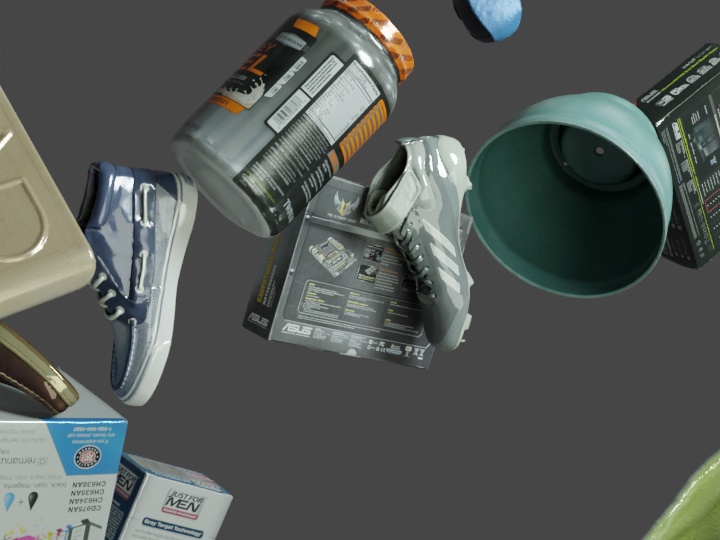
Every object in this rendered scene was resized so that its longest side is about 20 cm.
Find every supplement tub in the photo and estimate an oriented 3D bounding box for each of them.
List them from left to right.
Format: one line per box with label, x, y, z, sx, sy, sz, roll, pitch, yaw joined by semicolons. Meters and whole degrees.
supplement tub;-0.054;-0.136;1.246;0.200;0.122;0.123;-48;127;-15

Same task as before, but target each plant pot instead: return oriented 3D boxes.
plant pot;0.219;-0.092;1.438;0.134;0.200;0.201;-53;134;-45

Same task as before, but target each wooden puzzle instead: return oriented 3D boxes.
wooden puzzle;-0.319;-0.045;1.081;0.185;0.046;0.200;-22;76;-30

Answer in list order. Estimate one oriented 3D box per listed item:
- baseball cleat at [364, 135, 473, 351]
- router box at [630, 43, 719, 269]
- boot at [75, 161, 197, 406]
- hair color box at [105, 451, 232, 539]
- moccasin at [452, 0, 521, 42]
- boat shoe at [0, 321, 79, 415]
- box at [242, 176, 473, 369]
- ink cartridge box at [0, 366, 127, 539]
baseball cleat;0.050;-0.023;1.343;0.106;0.070;0.201;-5;96;-29
router box;0.375;-0.125;1.607;0.150;0.062;0.200;-37;123;-21
boot;-0.203;0.010;1.224;0.090;0.073;0.201;10;92;-30
hair color box;-0.203;0.272;1.306;0.100;0.060;0.201;23;91;-39
moccasin;0.080;-0.298;1.322;0.080;0.068;0.201;-16;91;-18
boat shoe;-0.306;0.059;1.100;0.200;0.072;0.072;34;78;1
box;0.000;0.000;1.377;0.199;0.048;0.159;12;96;-39
ink cartridge box;-0.295;0.188;1.157;0.147;0.144;0.201;5;102;-38
